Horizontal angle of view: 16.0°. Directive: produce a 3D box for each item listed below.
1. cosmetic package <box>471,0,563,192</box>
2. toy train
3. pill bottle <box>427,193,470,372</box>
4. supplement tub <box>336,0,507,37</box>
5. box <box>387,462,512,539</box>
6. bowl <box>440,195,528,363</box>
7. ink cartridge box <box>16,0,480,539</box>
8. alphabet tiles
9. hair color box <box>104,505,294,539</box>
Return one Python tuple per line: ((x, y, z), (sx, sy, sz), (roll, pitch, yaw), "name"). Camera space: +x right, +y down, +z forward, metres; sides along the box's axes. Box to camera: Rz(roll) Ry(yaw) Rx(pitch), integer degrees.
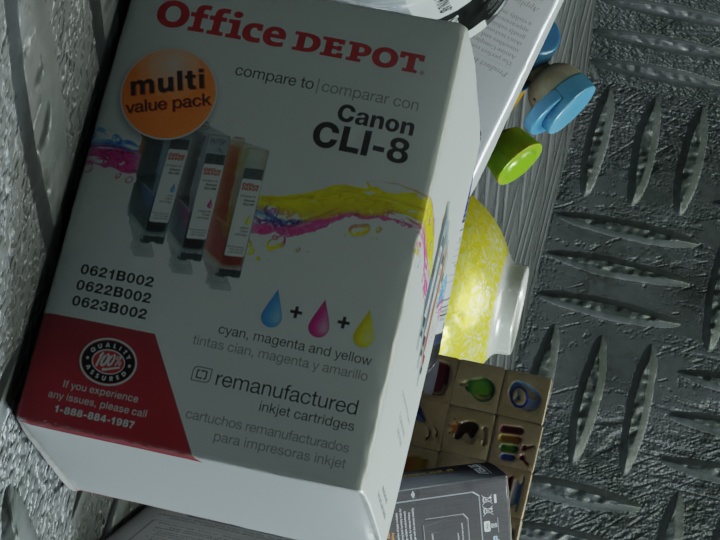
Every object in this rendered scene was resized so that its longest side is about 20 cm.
((0.054, -0.132, 1.570), (0.200, 0.101, 0.074), (-64, 177, 37), "cosmetic package")
((0.073, -0.102, 1.690), (0.085, 0.116, 0.200), (-27, 160, -38), "toy train")
((0.000, 0.000, 1.509), (0.112, 0.111, 0.201), (-34, 136, -79), "pill bottle")
((0.025, -0.184, 1.363), (0.200, 0.122, 0.123), (34, 68, -81), "supplement tub")
((0.026, 0.239, 1.711), (0.048, 0.158, 0.201), (-158, -119, -75), "box")
((0.086, 0.023, 2.214), (0.200, 0.107, 0.201), (11, 90, -82), "bowl")
((-0.040, -0.002, 1.069), (0.145, 0.145, 0.201), (77, 25, -72), "ink cartridge box")
((0.032, 0.155, 1.772), (0.008, 0.166, 0.201), (57, 45, -78), "alphabet tiles")
((-0.070, 0.158, 1.271), (0.200, 0.099, 0.061), (-34, 135, -79), "hair color box")
